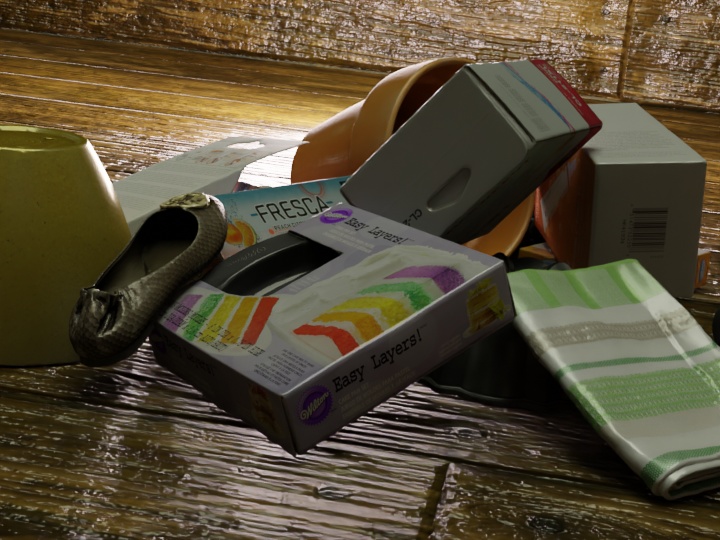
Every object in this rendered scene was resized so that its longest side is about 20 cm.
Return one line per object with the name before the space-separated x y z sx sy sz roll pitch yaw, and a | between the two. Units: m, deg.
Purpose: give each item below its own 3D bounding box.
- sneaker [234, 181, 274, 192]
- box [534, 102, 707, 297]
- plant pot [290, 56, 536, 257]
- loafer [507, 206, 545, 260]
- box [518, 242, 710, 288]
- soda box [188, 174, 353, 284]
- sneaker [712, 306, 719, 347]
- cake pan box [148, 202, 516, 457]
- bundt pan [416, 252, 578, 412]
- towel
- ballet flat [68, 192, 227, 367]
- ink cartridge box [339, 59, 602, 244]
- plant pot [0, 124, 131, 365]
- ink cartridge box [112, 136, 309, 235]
sneaker | -0.116 -0.032 1.171 0.075 0.087 0.200 11 16 10
box | 0.227 -0.067 1.207 0.097 0.125 0.200 -1 20 -5
plant pot | 0.036 -0.091 1.290 0.200 0.200 0.183 -7 2 -42
loafer | 0.167 -0.040 1.384 0.070 0.068 0.201 -28 10 23
box | 0.253 -0.005 1.307 0.119 0.042 0.200 16 20 35
soda box | -0.069 -0.026 1.103 0.200 0.064 0.068 -12 62 -48
sneaker | 0.296 0.059 0.987 0.091 0.076 0.200 10 12 -10
cake pan box | -0.027 0.029 0.904 0.184 0.052 0.200 -27 28 -26
bundt pan | 0.117 0.037 1.014 0.202 0.076 0.202 6 15 -2
towel | 0.191 0.061 0.887 0.149 0.031 0.200 -4 42 -35
ballet flat | -0.147 -0.007 0.931 0.067 0.046 0.200 -5 30 24
ink cartridge box | 0.093 -0.091 1.067 0.083 0.146 0.200 51 24 9
plant pot | -0.253 -0.029 0.986 0.200 0.142 0.200 6 14 -1
ink cartridge box | -0.158 -0.062 1.180 0.200 0.047 0.160 -26 20 -27
